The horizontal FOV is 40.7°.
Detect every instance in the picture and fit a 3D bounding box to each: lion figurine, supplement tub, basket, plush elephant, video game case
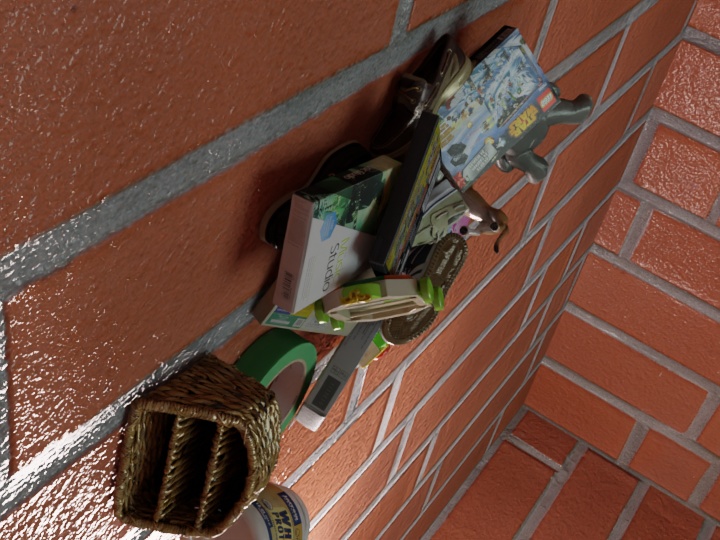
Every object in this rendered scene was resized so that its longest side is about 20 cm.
[{"bbox_3d":[0.184,-0.106,1.572,0.072,0.201,0.122,-45,160,28],"label":"lion figurine"},{"bbox_3d":[-0.168,0.397,1.463,0.145,0.144,0.200,-62,161,6],"label":"supplement tub"},{"bbox_3d":[-0.192,0.231,1.166,0.149,0.142,0.202,-32,147,-54],"label":"basket"},{"bbox_3d":[0.227,-0.250,1.524,0.198,0.155,0.166,4,130,-32],"label":"plush elephant"},{"bbox_3d":[0.061,-0.083,1.260,0.181,0.025,0.202,63,46,-77],"label":"video game case"}]

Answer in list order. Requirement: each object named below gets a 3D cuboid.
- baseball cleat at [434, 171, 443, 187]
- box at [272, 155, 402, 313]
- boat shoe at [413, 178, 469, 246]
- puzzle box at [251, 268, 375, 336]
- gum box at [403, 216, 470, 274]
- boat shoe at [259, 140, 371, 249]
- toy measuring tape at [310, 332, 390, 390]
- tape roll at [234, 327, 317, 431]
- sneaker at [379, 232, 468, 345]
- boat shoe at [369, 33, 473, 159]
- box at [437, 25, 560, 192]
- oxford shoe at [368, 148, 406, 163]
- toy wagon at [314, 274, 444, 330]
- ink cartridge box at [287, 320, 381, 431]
[{"bbox_3d":[0.126,-0.219,1.466,0.201,0.069,0.107,-65,174,27],"label":"baseball cleat"},{"bbox_3d":[-0.024,-0.047,1.164,0.200,0.036,0.146,-32,142,-53],"label":"box"},{"bbox_3d":[0.102,-0.073,1.427,0.200,0.062,0.072,-43,172,-45],"label":"boat shoe"},{"bbox_3d":[-0.042,0.025,1.310,0.133,0.025,0.199,-51,149,16],"label":"puzzle box"},{"bbox_3d":[0.112,-0.062,1.625,0.200,0.066,0.114,-18,133,-62],"label":"gum box"},{"bbox_3d":[-0.042,-0.090,1.209,0.202,0.063,0.074,-48,153,-37],"label":"boat shoe"},{"bbox_3d":[-0.011,0.140,1.630,0.200,0.074,0.074,-41,157,-13],"label":"toy measuring tape"},{"bbox_3d":[-0.138,0.179,1.373,0.201,0.048,0.201,-51,159,-28],"label":"tape roll"},{"bbox_3d":[0.080,0.033,1.478,0.201,0.070,0.108,-54,-164,-20],"label":"sneaker"},{"bbox_3d":[0.071,-0.235,1.301,0.200,0.072,0.072,-49,129,-14],"label":"boat shoe"},{"bbox_3d":[0.175,-0.229,1.383,0.200,0.040,0.137,-42,120,-4],"label":"box"},{"bbox_3d":[0.037,-0.093,1.391,0.071,0.071,0.201,-49,160,-33],"label":"oxford shoe"},{"bbox_3d":[0.019,0.037,1.246,0.200,0.153,0.040,35,45,-71],"label":"toy wagon"},{"bbox_3d":[-0.036,0.157,1.507,0.201,0.043,0.174,-58,177,-25],"label":"ink cartridge box"}]
